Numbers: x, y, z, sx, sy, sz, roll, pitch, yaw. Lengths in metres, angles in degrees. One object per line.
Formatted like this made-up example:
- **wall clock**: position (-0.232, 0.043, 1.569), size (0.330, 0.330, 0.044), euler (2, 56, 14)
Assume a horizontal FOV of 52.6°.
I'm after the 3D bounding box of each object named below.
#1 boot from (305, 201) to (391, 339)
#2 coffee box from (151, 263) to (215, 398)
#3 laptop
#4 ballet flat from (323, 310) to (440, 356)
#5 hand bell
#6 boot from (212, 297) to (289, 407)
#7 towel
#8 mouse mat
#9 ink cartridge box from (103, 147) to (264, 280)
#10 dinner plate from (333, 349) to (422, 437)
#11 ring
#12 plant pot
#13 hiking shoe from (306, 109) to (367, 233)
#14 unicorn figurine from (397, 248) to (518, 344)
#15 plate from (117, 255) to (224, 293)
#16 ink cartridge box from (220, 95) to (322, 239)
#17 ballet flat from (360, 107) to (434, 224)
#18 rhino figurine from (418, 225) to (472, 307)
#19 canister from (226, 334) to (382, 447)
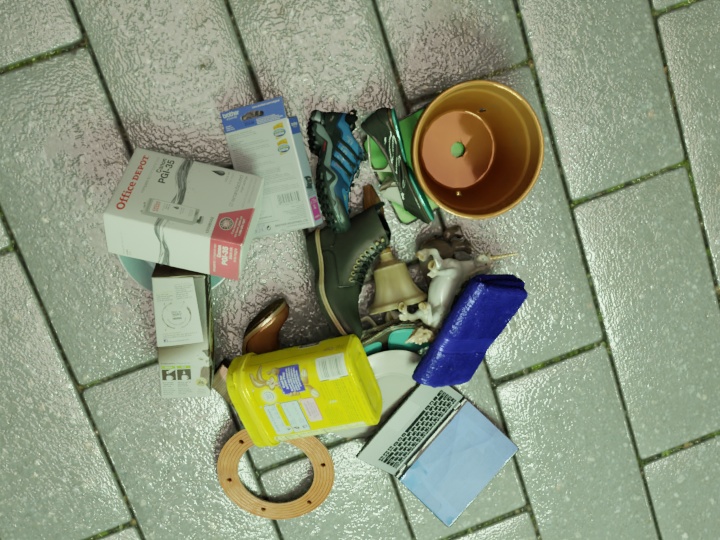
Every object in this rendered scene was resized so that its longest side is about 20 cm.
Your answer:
- **boot**: position (0.000, 0.000, 1.120), size (0.137, 0.077, 0.202), euler (-26, 68, 18)
- **coffee box**: position (-0.269, 0.080, 1.121), size (0.079, 0.113, 0.202), euler (-1, 113, -7)
- **laptop**: position (0.132, 0.304, 1.224), size (0.188, 0.116, 0.200), euler (-49, 137, 2)
- **ballet flat**: position (0.031, 0.102, 1.173), size (0.198, 0.076, 0.068), euler (-15, 141, -17)
- **hand bell**: position (0.039, -0.040, 1.184), size (0.103, 0.104, 0.203), euler (-14, 89, -4)
- **boot**: position (-0.135, 0.159, 1.188), size (0.155, 0.077, 0.201), euler (36, 96, -10)
- **towel**: position (0.176, 0.098, 1.143), size (0.147, 0.050, 0.201), euler (-2, 127, -49)
- **mouse mat**: position (0.119, -0.187, 1.197), size (0.198, 0.008, 0.162), euler (-28, 102, -1)
- **ink cartridge box**: position (-0.253, -0.082, 1.059), size (0.197, 0.148, 0.083), euler (13, 140, -3)
- **dinner plate**: position (0.028, 0.211, 1.194), size (0.198, 0.024, 0.202), euler (-14, 131, -17)
- **ring**: position (-0.141, 0.336, 1.225), size (0.198, 0.019, 0.203), euler (1, 113, 1)
- **plant pot**: position (0.167, -0.186, 1.129), size (0.197, 0.140, 0.203), euler (-1, 100, -6)
- **hiking shoe**: position (-0.027, -0.158, 1.127), size (0.086, 0.074, 0.203), euler (-7, 79, -12)
- **unicorn figurine**: position (0.133, 0.022, 1.131), size (0.137, 0.074, 0.201), euler (20, 106, -48)
- **plate**: position (-0.290, -0.055, 1.161), size (0.197, 0.026, 0.203), euler (-1, 100, -8)
- **ink cartridge box**: position (-0.138, -0.158, 1.130), size (0.118, 0.042, 0.202), euler (-8, 104, 25)
- **ballet flat**: position (0.054, -0.159, 1.158), size (0.068, 0.068, 0.202), euler (-18, 109, 13)
- **rhino figurine**: position (0.150, 0.033, 1.211), size (0.086, 0.060, 0.202), euler (-15, 100, -10)
- **canister**: position (-0.081, 0.181, 1.095), size (0.198, 0.087, 0.150), euler (-14, 115, 18)
